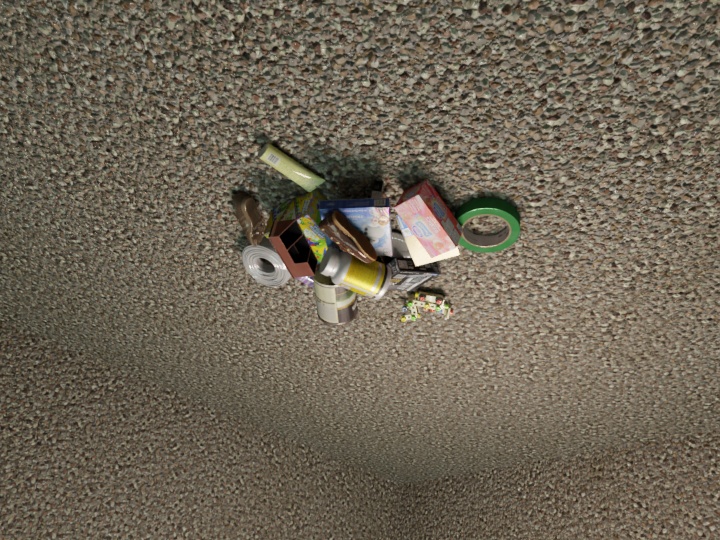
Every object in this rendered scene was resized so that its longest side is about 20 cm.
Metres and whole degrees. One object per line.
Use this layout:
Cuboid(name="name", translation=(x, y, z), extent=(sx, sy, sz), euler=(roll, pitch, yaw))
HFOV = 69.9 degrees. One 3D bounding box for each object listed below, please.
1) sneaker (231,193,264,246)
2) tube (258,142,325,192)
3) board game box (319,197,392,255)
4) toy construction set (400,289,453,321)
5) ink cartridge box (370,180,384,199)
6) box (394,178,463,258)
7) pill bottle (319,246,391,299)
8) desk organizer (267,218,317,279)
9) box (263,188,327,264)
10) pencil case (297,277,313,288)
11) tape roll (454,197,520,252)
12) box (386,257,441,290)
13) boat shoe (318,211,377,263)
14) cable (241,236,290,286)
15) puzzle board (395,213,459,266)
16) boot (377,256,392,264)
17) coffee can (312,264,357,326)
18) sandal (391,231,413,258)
Cuboid(name="sneaker", translation=(-0.375, -0.173, 1.715), extent=(0.075, 0.070, 0.200), euler=(25, 139, 26))
Cuboid(name="tube", translation=(-0.205, -0.299, 1.519), extent=(0.200, 0.052, 0.058), euler=(31, 180, -29))
Cuboid(name="board game box", translation=(-0.008, -0.123, 1.521), extent=(0.199, 0.043, 0.199), euler=(-1, 139, 7))
Cuboid(name="toy construction set", translation=(0.254, 0.139, 1.928), extent=(0.199, 0.092, 0.131), euler=(3, 118, -2))
Cuboid(name="ink cartridge box", translation=(0.040, -0.170, 1.578), extent=(0.037, 0.095, 0.200), euler=(9, 143, 2))
Cuboid(name="box", translation=(0.203, -0.150, 1.515), extent=(0.095, 0.103, 0.200), euler=(-25, 113, 38))
Cuboid(name="pill bottle", translation=(-0.017, 0.004, 1.549), extent=(0.200, 0.113, 0.112), euler=(22, 142, -19))
Cuboid(name="desk organizer", translation=(-0.205, -0.065, 1.598), extent=(0.077, 0.072, 0.200), euler=(-6, 139, 17))
Cuboid(name="box", translation=(-0.166, -0.128, 1.664), extent=(0.192, 0.122, 0.200), euler=(-18, 134, 33))
Cuboid(name="pencil case", translation=(-0.160, 0.027, 1.901), extent=(0.200, 0.084, 0.085), euler=(31, 177, -21))
Cuboid(name="tape roll", translation=(0.384, -0.136, 1.574), extent=(0.200, 0.048, 0.201), euler=(7, 142, 5))
Cuboid(name="box", translation=(0.151, 0.016, 1.764), extent=(0.200, 0.050, 0.158), euler=(4, 152, -39))
Cuboid(name="boat shoe", translation=(-0.035, -0.088, 1.478), extent=(0.070, 0.070, 0.200), euler=(-32, 120, 26))
Cuboid(name="cable", translation=(-0.335, -0.033, 1.851), extent=(0.200, 0.069, 0.200), euler=(36, 137, -9))
Cuboid(name="puzzle board", translation=(0.213, -0.114, 1.622), extent=(0.150, 0.017, 0.200), euler=(-15, 121, 19))
Cuboid(name="boot", translation=(0.076, -0.018, 1.786), extent=(0.073, 0.076, 0.200), euler=(-4, 141, 17))
Cuboid(name="coffee can", translation=(-0.087, 0.071, 1.768), extent=(0.146, 0.147, 0.200), euler=(5, 134, 9))
Cuboid(name="sandal", translation=(0.147, -0.079, 1.703), extent=(0.202, 0.083, 0.050), euler=(11, -174, -2))
